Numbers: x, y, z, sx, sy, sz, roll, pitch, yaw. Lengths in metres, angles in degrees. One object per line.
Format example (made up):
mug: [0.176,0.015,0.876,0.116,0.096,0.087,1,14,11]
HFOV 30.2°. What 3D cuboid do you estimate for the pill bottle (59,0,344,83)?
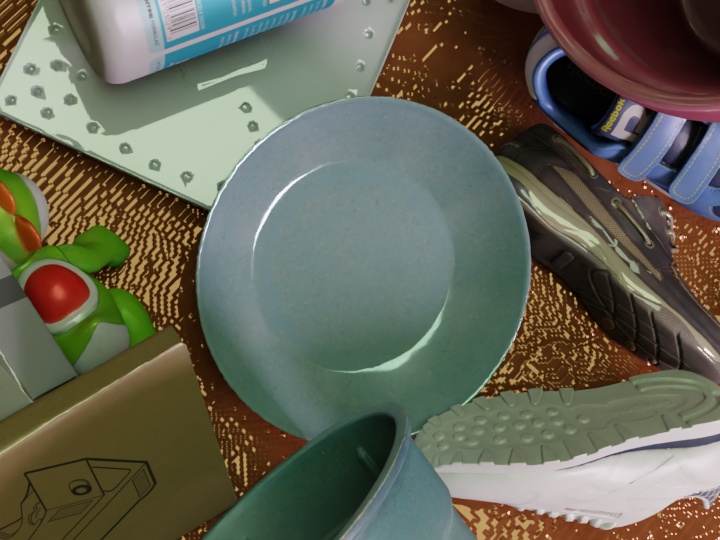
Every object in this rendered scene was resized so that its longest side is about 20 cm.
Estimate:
pill bottle: [-0.070,-0.187,0.741,0.199,0.111,0.111,-23,86,-16]

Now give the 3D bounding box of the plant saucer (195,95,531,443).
plant saucer: [0.000,0.000,0.770,0.199,0.039,0.203,-3,100,-17]

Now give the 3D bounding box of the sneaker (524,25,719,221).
sneaker: [0.181,-0.082,0.799,0.199,0.082,0.074,31,111,10]

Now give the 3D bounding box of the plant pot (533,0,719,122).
plant pot: [0.211,-0.177,0.723,0.199,0.179,0.202,1,91,29]

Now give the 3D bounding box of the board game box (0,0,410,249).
board game box: [-0.088,-0.140,0.800,0.199,0.026,0.201,24,76,-8]

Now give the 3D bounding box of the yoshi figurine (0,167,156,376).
yoshi figurine: [-0.185,0.012,0.731,0.112,0.113,0.201,-31,102,18]

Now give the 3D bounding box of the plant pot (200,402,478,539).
plant pot: [0.010,0.208,0.686,0.200,0.200,0.196,-44,100,-16]

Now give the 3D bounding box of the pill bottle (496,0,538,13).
pill bottle: [0.123,-0.268,0.825,0.111,0.112,0.202,8,79,-11]

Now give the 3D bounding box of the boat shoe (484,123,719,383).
boat shoe: [0.161,-0.014,0.809,0.200,0.074,0.073,42,74,-3]

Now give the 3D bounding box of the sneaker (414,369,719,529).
sneaker: [0.126,0.116,0.777,0.198,0.077,0.081,-4,120,-10]

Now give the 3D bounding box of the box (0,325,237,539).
box: [-0.163,0.126,0.673,0.199,0.164,0.021,-30,57,-16]

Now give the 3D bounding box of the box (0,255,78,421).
box: [-0.254,0.012,0.680,0.201,0.156,0.041,56,29,1]
